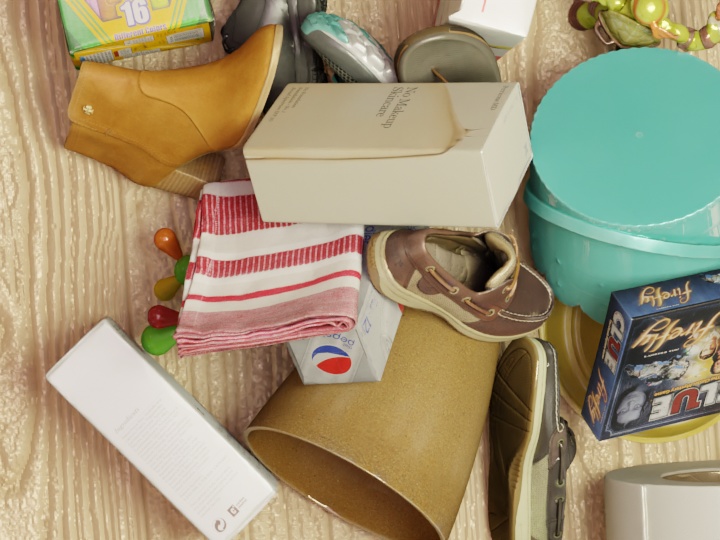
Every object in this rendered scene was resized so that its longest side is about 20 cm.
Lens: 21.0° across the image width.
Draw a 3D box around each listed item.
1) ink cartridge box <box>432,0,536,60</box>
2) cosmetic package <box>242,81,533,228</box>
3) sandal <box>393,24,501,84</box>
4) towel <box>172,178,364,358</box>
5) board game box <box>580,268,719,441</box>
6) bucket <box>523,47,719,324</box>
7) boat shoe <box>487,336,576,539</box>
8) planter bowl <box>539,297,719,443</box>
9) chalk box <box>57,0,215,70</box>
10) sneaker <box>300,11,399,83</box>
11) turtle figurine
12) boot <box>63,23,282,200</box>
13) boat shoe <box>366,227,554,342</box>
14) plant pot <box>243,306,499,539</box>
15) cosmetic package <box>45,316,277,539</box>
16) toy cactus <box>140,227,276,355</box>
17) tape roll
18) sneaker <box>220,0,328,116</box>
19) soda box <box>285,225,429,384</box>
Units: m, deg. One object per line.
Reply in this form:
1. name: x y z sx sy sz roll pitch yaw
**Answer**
1. ink cartridge box: 0.108 -0.242 1.572 0.067 0.200 0.118 13 89 -4
2. cosmetic package: 0.022 -0.090 1.502 0.198 0.104 0.074 1 126 23
3. sandal: 0.085 -0.114 1.565 0.081 0.055 0.201 -21 132 -4
4. towel: -0.067 -0.015 1.519 0.143 0.201 0.023 -9 129 11
5. board game box: 0.280 0.058 1.546 0.198 0.035 0.136 -12 135 -20
6. bucket: 0.227 -0.069 1.568 0.205 0.135 0.209 -6 56 8
7. boat shoe: 0.147 0.146 1.629 0.064 0.073 0.202 -6 116 -23
8. planter bowl: 0.255 0.048 1.640 0.198 0.083 0.203 0 90 -4
9. chalk box: -0.200 -0.280 1.588 0.123 0.124 0.202 -14 90 -4
10. sneaker: 0.010 -0.128 1.603 0.091 0.078 0.200 -43 120 8
11. turtle figurine: 0.232 -0.204 1.600 0.198 0.161 0.065 19 88 -4
12. boot: -0.157 -0.143 1.572 0.143 0.071 0.202 22 132 -13
13. boat shoe: 0.095 0.004 1.522 0.199 0.072 0.073 21 58 -42
14. plant pot: 0.031 0.095 1.589 0.185 0.186 0.201 30 71 -3
15. cosmetic package: -0.162 0.130 1.601 0.074 0.102 0.200 -44 94 -3
16. toy cactus: -0.089 0.005 1.574 0.199 0.165 0.103 -25 110 -12
17. tape roll: 0.299 0.233 1.584 0.201 0.203 0.141 -3 91 -4
18. sneaker: -0.073 -0.176 1.631 0.090 0.076 0.202 -1 86 8
19. soda box: 0.000 0.000 1.545 0.068 0.201 0.064 -5 129 21
